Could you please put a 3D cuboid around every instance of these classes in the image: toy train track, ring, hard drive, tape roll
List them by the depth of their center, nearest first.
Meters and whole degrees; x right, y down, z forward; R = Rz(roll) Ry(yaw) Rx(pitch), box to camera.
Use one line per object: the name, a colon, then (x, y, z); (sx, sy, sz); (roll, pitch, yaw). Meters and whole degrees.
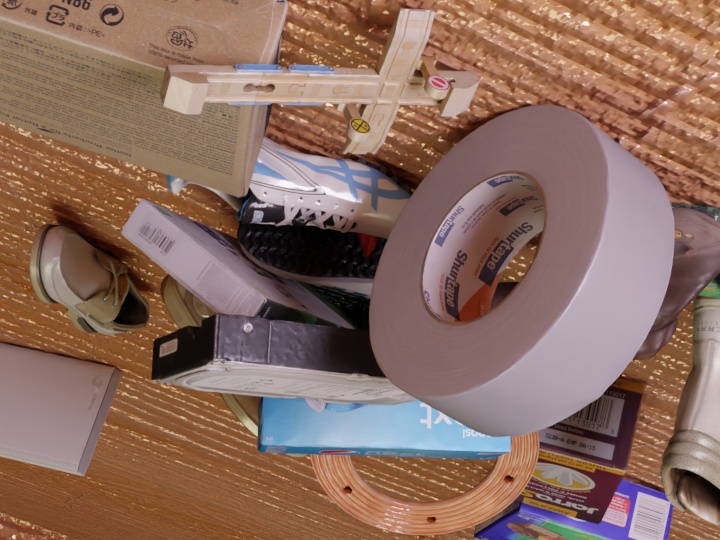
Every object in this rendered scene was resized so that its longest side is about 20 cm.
toy train track: (-0.018, -0.101, 0.909); (0.199, 0.033, 0.115); (-2, 138, -25)
tape roll: (0.097, 0.000, 0.958); (0.066, 0.201, 0.200); (31, 155, -32)
hard drive: (-0.035, 0.068, 1.109); (0.199, 0.038, 0.140); (7, 167, -26)
ring: (0.055, 0.150, 1.334); (0.199, 0.019, 0.201); (0, 124, 1)
hard drive: (-0.398, 0.160, 1.834); (0.199, 0.132, 0.026); (10, 158, 19)

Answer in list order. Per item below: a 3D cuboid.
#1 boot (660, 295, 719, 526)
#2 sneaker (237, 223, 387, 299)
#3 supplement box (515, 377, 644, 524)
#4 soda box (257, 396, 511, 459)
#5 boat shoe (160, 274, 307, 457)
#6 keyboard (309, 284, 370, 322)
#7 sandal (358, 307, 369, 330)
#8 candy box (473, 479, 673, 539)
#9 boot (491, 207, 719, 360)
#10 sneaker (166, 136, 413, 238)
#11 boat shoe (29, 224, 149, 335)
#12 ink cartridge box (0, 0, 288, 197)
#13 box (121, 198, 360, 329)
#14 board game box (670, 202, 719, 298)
boot: (0.287, 0.122, 1.173); (0.072, 0.155, 0.200); (3, 154, 33)
sneaker: (0.001, 0.000, 1.212); (0.199, 0.071, 0.094); (9, 152, 14)
supplement box: (0.193, 0.162, 1.442); (0.110, 0.086, 0.200); (14, 159, 8)
soda box: (0.018, 0.113, 1.238); (0.199, 0.068, 0.064); (2, 168, -6)
boat shoe: (-0.093, 0.072, 1.337); (0.064, 0.071, 0.200); (-36, 94, 29)
keyboard: (-0.086, 0.022, 1.381); (0.199, 0.040, 0.104); (18, 158, 2)
sandal: (0.093, 0.047, 1.276); (0.200, 0.048, 0.075); (10, -156, -20)
candy box: (0.231, 0.276, 1.707); (0.168, 0.077, 0.200); (19, 160, -4)
boot: (0.145, 0.008, 1.058); (0.185, 0.065, 0.200); (0, 161, -2)
sneaker: (-0.046, -0.054, 1.117); (0.199, 0.073, 0.072); (19, 157, -7)
boat shoe: (-0.250, 0.009, 1.445); (0.068, 0.075, 0.200); (7, 164, 11)
ink cartridge box: (-0.154, -0.136, 0.994); (0.199, 0.075, 0.165); (17, 160, -2)
box: (-0.082, 0.015, 1.218); (0.144, 0.036, 0.200); (37, -172, 29)
board game box: (0.257, -0.009, 1.057); (0.199, 0.024, 0.105); (9, 158, 22)
